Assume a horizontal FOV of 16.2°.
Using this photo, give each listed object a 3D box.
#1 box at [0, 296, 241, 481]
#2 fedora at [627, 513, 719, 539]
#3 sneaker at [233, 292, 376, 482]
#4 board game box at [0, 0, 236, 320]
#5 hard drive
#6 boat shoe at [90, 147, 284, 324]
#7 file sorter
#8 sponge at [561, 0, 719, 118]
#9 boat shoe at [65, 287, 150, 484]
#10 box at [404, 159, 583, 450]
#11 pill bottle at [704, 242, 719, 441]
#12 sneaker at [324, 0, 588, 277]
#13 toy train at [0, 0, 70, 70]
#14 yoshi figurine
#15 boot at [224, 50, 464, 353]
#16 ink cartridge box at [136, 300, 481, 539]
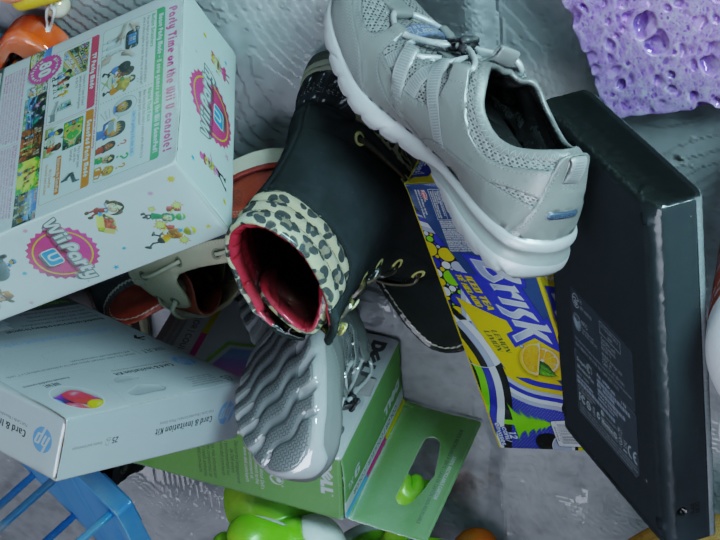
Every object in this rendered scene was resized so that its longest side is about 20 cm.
[{"bbox_3d":[-0.189,0.056,1.459,0.199,0.155,0.041,21,108,33],"label":"box"},{"bbox_3d":[0.228,0.229,1.530,0.199,0.082,0.202,3,106,11],"label":"fedora"},{"bbox_3d":[-0.020,0.054,1.451,0.082,0.201,0.075,32,118,-21],"label":"sneaker"},{"bbox_3d":[-0.170,-0.055,1.398,0.199,0.148,0.064,-21,132,19],"label":"board game box"},{"bbox_3d":[0.139,0.024,1.314,0.033,0.140,0.201,-15,120,-14],"label":"hard drive"},{"bbox_3d":[-0.095,-0.005,1.496,0.200,0.071,0.063,-32,68,44],"label":"boat shoe"},{"bbox_3d":[-0.235,0.161,1.627,0.200,0.123,0.139,39,163,30],"label":"file sorter"},{"bbox_3d":[0.200,-0.134,1.259,0.199,0.030,0.112,-3,129,30],"label":"sponge"},{"bbox_3d":[-0.174,0.059,1.611,0.074,0.073,0.201,0,130,28],"label":"boat shoe"},{"bbox_3d":[0.090,0.007,1.421,0.064,0.070,0.201,1,130,27],"label":"box"},{"bbox_3d":[0.229,0.013,1.248,0.111,0.201,0.113,9,134,9],"label":"pill bottle"},{"bbox_3d":[0.057,-0.092,1.294,0.200,0.074,0.082,51,133,28],"label":"sneaker"},{"bbox_3d":[-0.236,-0.164,1.445,0.200,0.056,0.150,38,137,-10],"label":"toy train"},{"bbox_3d":[-0.011,0.166,1.593,0.199,0.113,0.112,18,-172,-38],"label":"yoshi figurine"},{"bbox_3d":[-0.002,-0.001,1.400,0.073,0.154,0.204,-7,126,30],"label":"boot"},{"bbox_3d":[-0.036,0.086,1.540,0.199,0.104,0.060,14,137,16],"label":"ink cartridge box"}]
